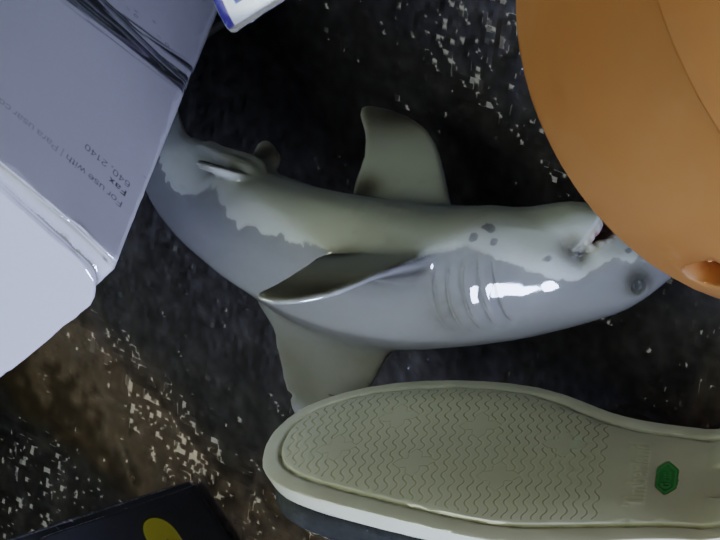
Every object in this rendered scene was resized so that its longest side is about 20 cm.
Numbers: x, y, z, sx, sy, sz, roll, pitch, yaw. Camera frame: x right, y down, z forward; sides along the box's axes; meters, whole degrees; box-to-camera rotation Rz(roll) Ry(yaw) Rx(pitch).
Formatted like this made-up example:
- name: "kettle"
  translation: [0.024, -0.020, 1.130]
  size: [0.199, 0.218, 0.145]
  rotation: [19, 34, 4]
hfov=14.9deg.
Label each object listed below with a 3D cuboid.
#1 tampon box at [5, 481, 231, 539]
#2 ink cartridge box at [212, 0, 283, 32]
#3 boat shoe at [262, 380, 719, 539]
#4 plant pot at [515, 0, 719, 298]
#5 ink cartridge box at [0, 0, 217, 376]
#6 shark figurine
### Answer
- name: "tampon box"
  translation: [-0.108, 0.199, 0.959]
  size: [0.150, 0.126, 0.200]
  rotation: [55, 129, 18]
- name: "ink cartridge box"
  translation: [0.007, -0.200, 0.789]
  size: [0.200, 0.043, 0.197]
  rotation: [-28, 80, 29]
- name: "boat shoe"
  translation: [0.067, 0.078, 0.776]
  size: [0.200, 0.072, 0.068]
  rotation: [8, 126, 16]
- name: "plant pot"
  translation: [0.130, -0.071, 0.646]
  size: [0.140, 0.200, 0.200]
  rotation: [-27, 81, 60]
- name: "ink cartridge box"
  translation: [-0.128, -0.041, 0.852]
  size: [0.086, 0.200, 0.146]
  rotation: [43, 120, -17]
- name: "shark figurine"
  translation: [-0.022, -0.002, 0.840]
  size: [0.214, 0.128, 0.090]
  rotation: [26, 128, 38]
